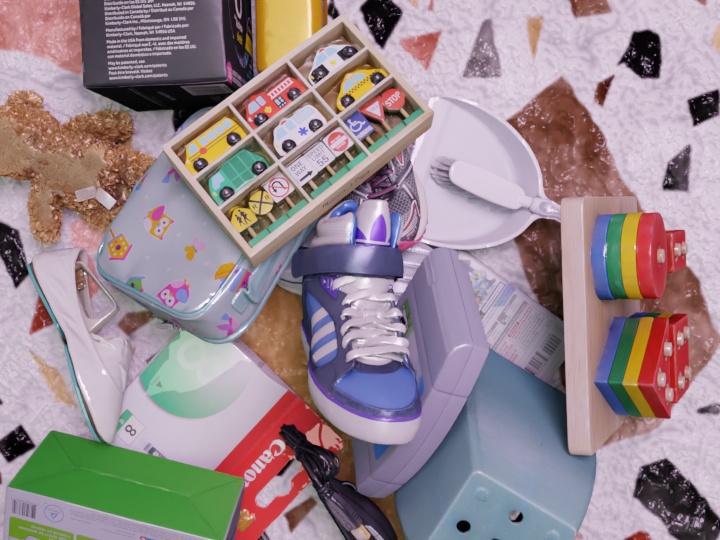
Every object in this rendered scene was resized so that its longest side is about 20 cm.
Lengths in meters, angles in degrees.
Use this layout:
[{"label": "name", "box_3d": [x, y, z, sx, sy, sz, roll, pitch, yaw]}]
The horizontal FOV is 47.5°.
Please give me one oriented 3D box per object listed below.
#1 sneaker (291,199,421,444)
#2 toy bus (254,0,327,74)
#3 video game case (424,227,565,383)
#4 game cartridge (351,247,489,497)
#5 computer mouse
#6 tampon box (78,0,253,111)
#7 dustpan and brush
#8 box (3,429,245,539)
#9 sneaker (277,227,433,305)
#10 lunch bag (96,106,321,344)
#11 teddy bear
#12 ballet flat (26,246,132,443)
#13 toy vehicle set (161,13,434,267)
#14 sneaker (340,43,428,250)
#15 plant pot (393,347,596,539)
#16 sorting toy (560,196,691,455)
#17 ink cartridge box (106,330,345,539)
[{"label": "sneaker", "box_3d": [0.002, 0.023, 0.641, 0.079, 0.200, 0.149, 2, 113, -19]}, {"label": "toy bus", "box_3d": [-0.063, -0.240, 0.765, 0.064, 0.078, 0.204, 0, 93, 2]}, {"label": "video game case", "box_3d": [0.087, 0.092, 0.809, 0.181, 0.022, 0.201, 35, 95, 0]}, {"label": "game cartridge", "box_3d": [0.041, 0.096, 0.696, 0.040, 0.134, 0.201, 12, 128, -21]}, {"label": "computer mouse", "box_3d": [0.000, 0.227, 0.758, 0.046, 0.140, 0.202, -33, 100, -13]}, {"label": "tampon box", "box_3d": [-0.168, -0.256, 0.732, 0.124, 0.150, 0.204, -2, 94, 2]}, {"label": "dustpan and brush", "box_3d": [0.142, -0.070, 0.775, 0.197, 0.057, 0.142, 20, 88, -16]}, {"label": "box", "box_3d": [-0.224, 0.271, 0.769, 0.197, 0.097, 0.179, 13, 113, 1]}, {"label": "sneaker", "box_3d": [0.000, 0.000, 0.781, 0.197, 0.071, 0.074, 16, 74, 9]}, {"label": "lunch bag", "box_3d": [-0.128, -0.038, 0.731, 0.159, 0.077, 0.202, 23, 73, 26]}, {"label": "teddy bear", "box_3d": [-0.266, -0.092, 0.795, 0.196, 0.067, 0.148, 8, 99, -6]}, {"label": "ballet flat", "box_3d": [-0.256, 0.062, 0.780, 0.069, 0.069, 0.202, -29, 73, 3]}, {"label": "toy vehicle set", "box_3d": [-0.051, -0.112, 0.688, 0.199, 0.027, 0.124, -39, 77, -13]}, {"label": "sneaker", "box_3d": [0.005, -0.108, 0.742, 0.079, 0.075, 0.203, -18, 70, 6]}, {"label": "plant pot", "box_3d": [0.111, 0.179, 0.692, 0.140, 0.200, 0.143, 30, 106, 0]}, {"label": "sorting toy", "box_3d": [0.237, 0.037, 0.708, 0.069, 0.198, 0.204, -1, 94, 31]}, {"label": "ink cartridge box", "box_3d": [-0.139, 0.163, 0.808, 0.200, 0.050, 0.161, 44, 94, 1]}]
